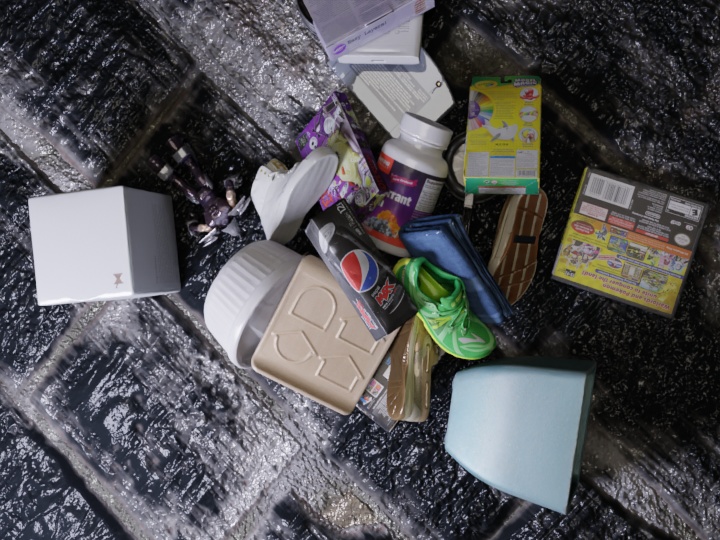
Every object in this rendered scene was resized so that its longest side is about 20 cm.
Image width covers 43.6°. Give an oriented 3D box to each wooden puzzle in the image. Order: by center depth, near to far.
[{"bbox_3d":[-0.049,0.098,1.393,0.182,0.046,0.203,26,104,-9],"label":"wooden puzzle"}]

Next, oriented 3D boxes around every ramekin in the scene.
[{"bbox_3d":[-0.160,0.045,1.417,0.093,0.202,0.205,35,96,19],"label":"ramekin"}]

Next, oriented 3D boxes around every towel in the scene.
[{"bbox_3d":[0.144,0.000,1.358,0.201,0.110,0.049,53,56,-29],"label":"towel"}]

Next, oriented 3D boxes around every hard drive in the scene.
[{"bbox_3d":[0.037,-0.424,1.425,0.128,0.027,0.205,3,74,10],"label":"hard drive"}]

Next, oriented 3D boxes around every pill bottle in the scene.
[{"bbox_3d":[0.070,-0.134,1.393,0.109,0.111,0.204,23,105,9],"label":"pill bottle"}]

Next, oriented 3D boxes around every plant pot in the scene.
[{"bbox_3d":[0.235,0.224,1.347,0.195,0.195,0.202,9,92,18],"label":"plant pot"}]

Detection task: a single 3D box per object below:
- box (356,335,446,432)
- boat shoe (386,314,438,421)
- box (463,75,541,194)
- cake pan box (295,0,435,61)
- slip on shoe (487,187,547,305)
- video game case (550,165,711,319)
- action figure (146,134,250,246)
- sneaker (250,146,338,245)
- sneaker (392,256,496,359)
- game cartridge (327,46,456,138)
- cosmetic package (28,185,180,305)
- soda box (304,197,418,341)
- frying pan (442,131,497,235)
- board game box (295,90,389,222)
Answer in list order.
[{"bbox_3d":[0.028,0.118,1.451,0.197,0.050,0.202,36,97,9],"label":"box"},{"bbox_3d":[0.084,0.130,1.391,0.063,0.071,0.205,10,83,-26],"label":"boat shoe"},{"bbox_3d":[0.219,-0.213,1.380,0.114,0.049,0.204,2,63,11],"label":"box"},{"bbox_3d":[-0.008,-0.447,1.400,0.197,0.052,0.187,-28,69,0],"label":"cake pan box"},{"bbox_3d":[0.237,-0.041,1.408,0.074,0.061,0.205,5,110,-15],"label":"slip on shoe"},{"bbox_3d":[0.414,-0.044,1.389,0.196,0.025,0.185,18,94,9],"label":"video game case"},{"bbox_3d":[-0.260,-0.130,1.496,0.130,0.069,0.201,-42,87,1],"label":"action figure"},{"bbox_3d":[-0.115,-0.147,1.425,0.201,0.073,0.117,-51,55,35],"label":"sneaker"},{"bbox_3d":[0.129,0.058,1.332,0.200,0.083,0.075,43,64,-12],"label":"sneaker"},{"bbox_3d":[0.056,-0.307,1.449,0.133,0.040,0.201,-42,83,12],"label":"game cartridge"},{"bbox_3d":[-0.406,-0.037,1.454,0.163,0.200,0.171,-6,89,10],"label":"cosmetic package"},{"bbox_3d":[0.000,0.000,1.322,0.063,0.071,0.202,-33,86,-18],"label":"soda box"},{"bbox_3d":[0.164,-0.135,1.435,0.114,0.031,0.192,32,93,10],"label":"frying pan"},{"bbox_3d":[-0.032,-0.165,1.407,0.120,0.032,0.203,-48,53,38],"label":"board game box"}]
